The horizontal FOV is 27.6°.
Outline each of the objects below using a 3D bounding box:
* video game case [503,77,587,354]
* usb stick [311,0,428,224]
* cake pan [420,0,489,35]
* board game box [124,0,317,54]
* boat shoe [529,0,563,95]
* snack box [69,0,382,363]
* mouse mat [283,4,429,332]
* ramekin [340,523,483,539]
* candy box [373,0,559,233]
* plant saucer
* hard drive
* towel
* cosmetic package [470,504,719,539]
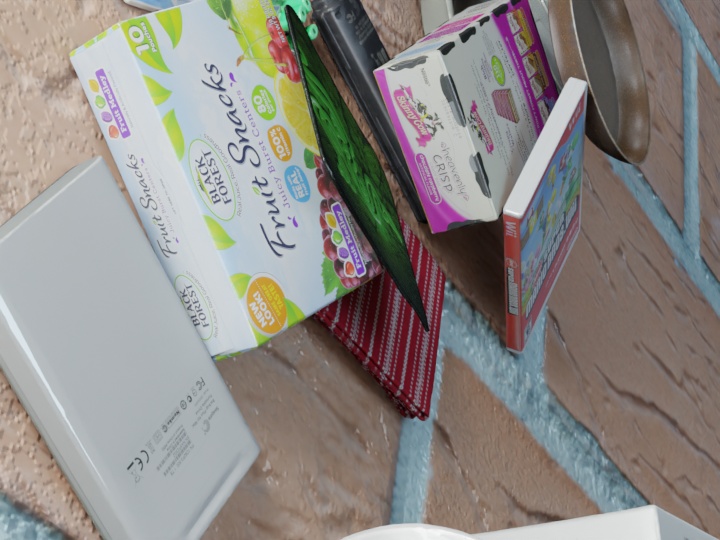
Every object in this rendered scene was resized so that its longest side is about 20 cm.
[{"bbox_3d":[0.151,-0.040,1.201,0.143,0.017,0.200,-61,159,-28],"label":"video game case"},{"bbox_3d":[0.019,-0.128,1.136,0.200,0.033,0.056,61,34,-21],"label":"usb stick"},{"bbox_3d":[0.114,-0.206,1.329,0.200,0.037,0.201,33,49,-49],"label":"cake pan"},{"bbox_3d":[-0.105,-0.260,0.997,0.200,0.026,0.201,6,71,-58],"label":"board game box"},{"bbox_3d":[0.173,-0.243,1.337,0.201,0.071,0.070,59,33,-25],"label":"boat shoe"},{"bbox_3d":[-0.077,-0.063,0.896,0.142,0.053,0.201,-30,99,-50],"label":"snack box"},{"bbox_3d":[0.000,-0.066,0.989,0.200,0.008,0.161,55,16,-50],"label":"mouse mat"},{"bbox_3d":[0.034,0.250,0.825,0.094,0.202,0.203,47,37,-59],"label":"ramekin"},{"bbox_3d":[0.095,-0.130,1.166,0.200,0.061,0.137,-43,116,-57],"label":"candy box"},{"bbox_3d":[0.202,-0.185,1.256,0.200,0.032,0.201,38,47,-54],"label":"plant saucer"},{"bbox_3d":[-0.132,0.054,0.798,0.200,0.026,0.132,63,31,-18],"label":"hard drive"},{"bbox_3d":[0.000,0.000,1.052,0.200,0.022,0.145,48,39,-39],"label":"towel"},{"bbox_3d":[0.143,0.266,0.983,0.167,0.199,0.167,30,52,-52],"label":"cosmetic package"}]
